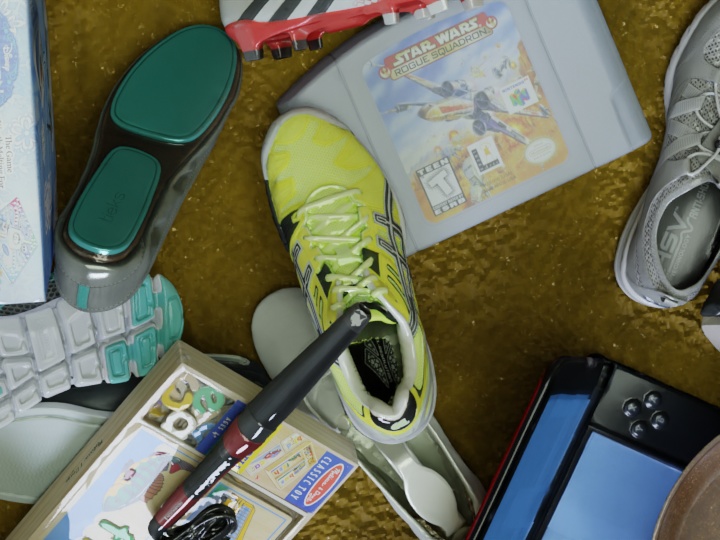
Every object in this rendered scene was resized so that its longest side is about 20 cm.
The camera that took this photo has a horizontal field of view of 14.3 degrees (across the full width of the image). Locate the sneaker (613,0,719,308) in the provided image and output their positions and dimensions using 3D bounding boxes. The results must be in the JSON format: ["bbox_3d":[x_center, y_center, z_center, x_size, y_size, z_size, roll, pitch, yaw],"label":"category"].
[{"bbox_3d":[0.213,-0.067,1.695,0.074,0.082,0.201,14,98,-11],"label":"sneaker"}]

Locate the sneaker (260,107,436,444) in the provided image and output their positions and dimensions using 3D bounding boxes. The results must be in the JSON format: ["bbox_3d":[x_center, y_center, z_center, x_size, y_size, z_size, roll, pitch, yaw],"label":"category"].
[{"bbox_3d":[0.000,0.000,1.633,0.075,0.076,0.201,-21,89,-3],"label":"sneaker"}]

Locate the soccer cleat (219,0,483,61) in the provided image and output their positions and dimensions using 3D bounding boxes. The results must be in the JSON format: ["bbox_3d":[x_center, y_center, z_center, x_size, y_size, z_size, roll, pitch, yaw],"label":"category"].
[{"bbox_3d":[0.006,-0.178,1.621,0.199,0.069,0.086,-13,91,25],"label":"soccer cleat"}]

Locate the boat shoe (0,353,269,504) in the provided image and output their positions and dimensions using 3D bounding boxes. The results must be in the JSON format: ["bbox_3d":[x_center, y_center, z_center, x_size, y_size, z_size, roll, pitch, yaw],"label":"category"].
[{"bbox_3d":[-0.147,0.089,1.681,0.199,0.060,0.076,-1,128,-11],"label":"boat shoe"}]

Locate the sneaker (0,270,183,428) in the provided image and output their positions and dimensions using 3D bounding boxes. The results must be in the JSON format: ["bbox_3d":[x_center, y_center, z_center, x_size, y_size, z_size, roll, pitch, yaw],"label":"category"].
[{"bbox_3d":[-0.204,0.042,1.642,0.199,0.091,0.078,-12,106,-16],"label":"sneaker"}]

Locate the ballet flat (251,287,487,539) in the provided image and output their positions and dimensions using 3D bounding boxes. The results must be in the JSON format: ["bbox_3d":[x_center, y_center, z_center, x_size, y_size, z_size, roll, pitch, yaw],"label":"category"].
[{"bbox_3d":[0.013,0.092,1.702,0.069,0.069,0.200,-39,104,0],"label":"ballet flat"}]

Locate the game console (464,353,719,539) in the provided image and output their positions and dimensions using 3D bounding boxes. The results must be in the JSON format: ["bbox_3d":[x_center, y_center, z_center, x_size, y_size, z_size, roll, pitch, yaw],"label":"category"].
[{"bbox_3d":[0.136,0.161,1.708,0.172,0.119,0.201,24,97,-12],"label":"game console"}]

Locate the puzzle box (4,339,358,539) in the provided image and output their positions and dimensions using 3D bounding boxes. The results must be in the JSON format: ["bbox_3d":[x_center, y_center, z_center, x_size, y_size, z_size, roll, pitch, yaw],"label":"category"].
[{"bbox_3d":[-0.112,0.145,1.669,0.133,0.025,0.200,31,113,-26],"label":"puzzle box"}]

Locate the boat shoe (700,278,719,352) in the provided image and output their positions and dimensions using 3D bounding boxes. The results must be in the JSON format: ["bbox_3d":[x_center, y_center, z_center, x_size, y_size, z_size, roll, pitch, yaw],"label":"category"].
[{"bbox_3d":[0.279,0.045,1.727,0.200,0.074,0.093,51,55,-41],"label":"boat shoe"}]

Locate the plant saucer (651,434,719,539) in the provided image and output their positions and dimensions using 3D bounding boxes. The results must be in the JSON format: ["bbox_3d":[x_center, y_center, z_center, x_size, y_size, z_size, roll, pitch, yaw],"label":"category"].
[{"bbox_3d":[0.258,0.179,1.689,0.199,0.037,0.202,0,89,-14],"label":"plant saucer"}]

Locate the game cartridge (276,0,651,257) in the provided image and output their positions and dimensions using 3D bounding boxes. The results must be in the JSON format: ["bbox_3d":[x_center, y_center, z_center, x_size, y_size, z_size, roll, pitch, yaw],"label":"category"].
[{"bbox_3d":[0.059,-0.096,1.690,0.199,0.042,0.134,-26,108,-4],"label":"game cartridge"}]

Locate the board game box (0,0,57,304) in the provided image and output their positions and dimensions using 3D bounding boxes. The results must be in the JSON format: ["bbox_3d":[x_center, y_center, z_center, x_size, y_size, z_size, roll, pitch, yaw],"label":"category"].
[{"bbox_3d":[-0.192,-0.098,1.563,0.043,0.200,0.200,-2,102,-4],"label":"board game box"}]

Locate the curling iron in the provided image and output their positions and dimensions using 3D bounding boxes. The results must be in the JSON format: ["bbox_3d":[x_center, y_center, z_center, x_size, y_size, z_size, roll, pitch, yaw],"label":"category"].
[{"bbox_3d":[-0.055,0.092,1.616,0.049,0.026,0.200,21,115,-32],"label":"curling iron"}]

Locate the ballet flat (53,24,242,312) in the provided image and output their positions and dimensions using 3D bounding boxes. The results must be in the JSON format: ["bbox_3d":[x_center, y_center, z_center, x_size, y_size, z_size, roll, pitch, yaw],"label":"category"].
[{"bbox_3d":[-0.124,-0.057,1.627,0.067,0.200,0.064,20,140,6],"label":"ballet flat"}]
